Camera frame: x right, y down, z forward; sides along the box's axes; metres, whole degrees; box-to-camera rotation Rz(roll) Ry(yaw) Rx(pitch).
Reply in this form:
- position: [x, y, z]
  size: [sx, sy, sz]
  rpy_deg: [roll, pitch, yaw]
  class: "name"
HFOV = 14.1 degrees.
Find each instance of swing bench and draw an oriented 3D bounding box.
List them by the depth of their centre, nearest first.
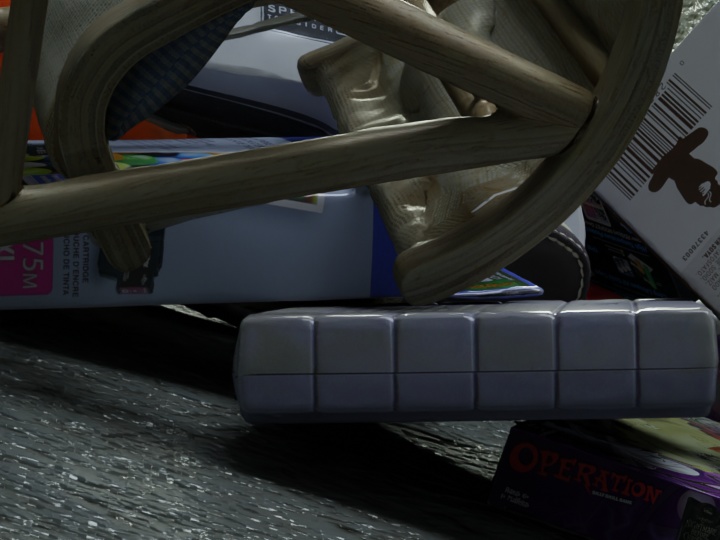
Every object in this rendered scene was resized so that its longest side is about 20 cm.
- position: [-0.029, -0.083, 0.850]
  size: [0.200, 0.130, 0.199]
  rpy_deg: [7, 19, -11]
  class: "swing bench"

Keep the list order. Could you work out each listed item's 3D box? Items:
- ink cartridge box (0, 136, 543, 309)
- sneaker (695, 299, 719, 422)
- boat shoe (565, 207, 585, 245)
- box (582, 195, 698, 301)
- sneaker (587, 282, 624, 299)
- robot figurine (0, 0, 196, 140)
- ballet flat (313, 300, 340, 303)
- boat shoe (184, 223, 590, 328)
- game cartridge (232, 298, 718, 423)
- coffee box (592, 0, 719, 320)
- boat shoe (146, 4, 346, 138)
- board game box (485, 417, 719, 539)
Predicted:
- position: [-0.054, -0.017, 0.920]
  size: [0.200, 0.042, 0.119]
  rpy_deg: [1, 10, -18]
  class: "ink cartridge box"
- position: [0.174, 0.052, 1.038]
  size: [0.080, 0.089, 0.200]
  rpy_deg: [13, -15, -39]
  class: "sneaker"
- position: [0.040, -0.041, 1.201]
  size: [0.072, 0.200, 0.066]
  rpy_deg: [0, -30, -21]
  class: "boat shoe"
- position: [0.095, -0.032, 1.307]
  size: [0.200, 0.046, 0.159]
  rpy_deg: [24, -35, 55]
  class: "box"
- position: [0.032, -0.037, 1.262]
  size: [0.200, 0.116, 0.078]
  rpy_deg: [17, 6, 7]
  class: "sneaker"
- position: [-0.130, -0.096, 1.109]
  size: [0.200, 0.117, 0.144]
  rpy_deg: [19, 46, 29]
  class: "robot figurine"
- position: [0.011, -0.066, 1.123]
  size: [0.071, 0.200, 0.071]
  rpy_deg: [20, -37, 16]
  class: "ballet flat"
- position: [0.000, 0.000, 1.050]
  size: [0.200, 0.072, 0.065]
  rpy_deg: [11, 13, -27]
  class: "boat shoe"
- position: [0.036, 0.025, 0.843]
  size: [0.130, 0.038, 0.200]
  rpy_deg: [-5, 0, 6]
  class: "game cartridge"
- position: [0.169, 0.016, 0.896]
  size: [0.114, 0.080, 0.200]
  rpy_deg: [34, 10, -45]
  class: "coffee box"
- position: [-0.015, -0.065, 1.024]
  size: [0.200, 0.072, 0.068]
  rpy_deg: [12, -25, -25]
  class: "boat shoe"
- position: [0.115, 0.070, 0.897]
  size: [0.120, 0.032, 0.200]
  rpy_deg: [22, 6, 11]
  class: "board game box"
